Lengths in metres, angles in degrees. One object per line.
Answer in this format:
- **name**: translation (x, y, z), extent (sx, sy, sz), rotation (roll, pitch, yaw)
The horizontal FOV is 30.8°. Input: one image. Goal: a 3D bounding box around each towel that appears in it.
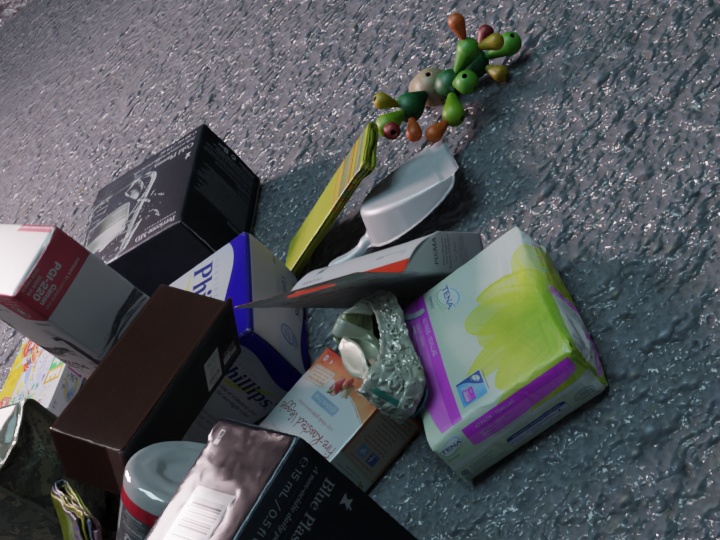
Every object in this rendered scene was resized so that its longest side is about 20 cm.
- **towel**: translation (-0.252, 0.300, 1.200), extent (0.023, 0.202, 0.143), rotation (-10, 11, -24)
- **towel**: translation (-0.033, -0.072, 1.467), extent (0.200, 0.018, 0.086), rotation (-54, 16, 36)

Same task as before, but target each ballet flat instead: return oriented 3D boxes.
- **ballet flat**: translation (0.010, 0.064, 1.158), extent (0.072, 0.072, 0.200), rotation (-41, 23, 6)

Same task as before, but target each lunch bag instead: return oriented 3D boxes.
- **lunch bag**: translation (-0.342, 0.235, 1.360), extent (0.163, 0.200, 0.118), rotation (-17, 44, 33)

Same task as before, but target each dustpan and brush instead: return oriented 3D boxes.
- **dustpan and brush**: translation (0.027, -0.054, 1.417), extent (0.199, 0.057, 0.140), rotation (-31, 19, 7)

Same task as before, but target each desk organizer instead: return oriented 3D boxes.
- **desk organizer**: translation (-0.193, 0.107, 1.200), extent (0.077, 0.072, 0.200), rotation (14, 46, 20)

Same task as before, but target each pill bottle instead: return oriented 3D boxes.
- **pill bottle**: translation (-0.156, 0.257, 1.114), extent (0.111, 0.110, 0.201), rotation (-131, 47, -60)

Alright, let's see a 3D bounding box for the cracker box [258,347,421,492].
- **cracker box**: translation (-0.053, 0.180, 1.213), extent (0.200, 0.058, 0.134), rotation (-49, 30, -6)

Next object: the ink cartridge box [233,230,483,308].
- **ink cartridge box**: translation (0.000, 0.000, 1.250), extent (0.162, 0.199, 0.057), rotation (-17, 74, 38)

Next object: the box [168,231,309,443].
- **box**: translation (-0.164, 0.088, 1.415), extent (0.199, 0.105, 0.184), rotation (-34, 32, 17)

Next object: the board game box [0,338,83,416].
- **board game box**: translation (-0.414, 0.131, 1.735), extent (0.134, 0.034, 0.201), rotation (-23, 36, 31)

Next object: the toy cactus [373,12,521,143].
- **toy cactus**: translation (0.086, -0.216, 1.495), extent (0.200, 0.102, 0.165), rotation (-45, 14, -8)

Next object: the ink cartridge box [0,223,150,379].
- **ink cartridge box**: translation (-0.282, 0.042, 1.312), extent (0.145, 0.200, 0.085), rotation (4, 61, 51)

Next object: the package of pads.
- **package of pads**: translation (0.118, 0.065, 1.136), extent (0.154, 0.068, 0.200), rotation (-37, 32, 14)

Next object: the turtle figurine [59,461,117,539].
- **turtle figurine**: translation (-0.212, 0.208, 1.278), extent (0.149, 0.100, 0.201), rotation (-17, 66, 30)

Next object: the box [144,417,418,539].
- **box**: translation (-0.065, 0.252, 0.997), extent (0.117, 0.200, 0.197), rotation (3, 54, 52)

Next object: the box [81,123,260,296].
- **box**: translation (-0.246, -0.047, 1.665), extent (0.199, 0.124, 0.197), rotation (-28, 36, 26)
